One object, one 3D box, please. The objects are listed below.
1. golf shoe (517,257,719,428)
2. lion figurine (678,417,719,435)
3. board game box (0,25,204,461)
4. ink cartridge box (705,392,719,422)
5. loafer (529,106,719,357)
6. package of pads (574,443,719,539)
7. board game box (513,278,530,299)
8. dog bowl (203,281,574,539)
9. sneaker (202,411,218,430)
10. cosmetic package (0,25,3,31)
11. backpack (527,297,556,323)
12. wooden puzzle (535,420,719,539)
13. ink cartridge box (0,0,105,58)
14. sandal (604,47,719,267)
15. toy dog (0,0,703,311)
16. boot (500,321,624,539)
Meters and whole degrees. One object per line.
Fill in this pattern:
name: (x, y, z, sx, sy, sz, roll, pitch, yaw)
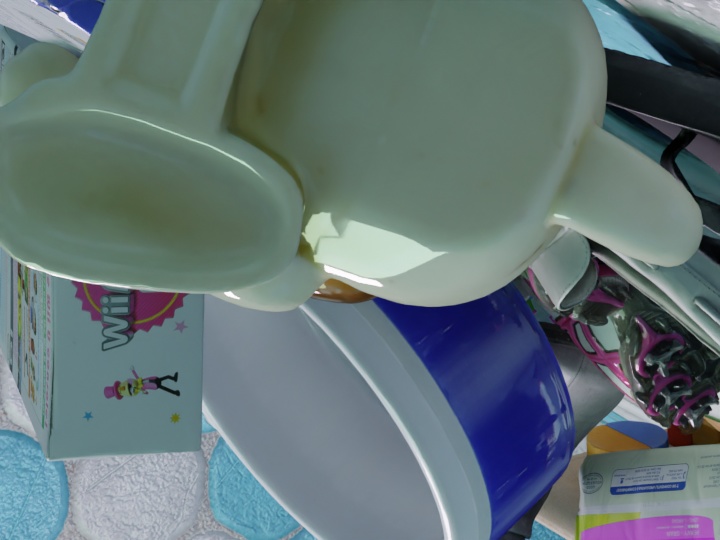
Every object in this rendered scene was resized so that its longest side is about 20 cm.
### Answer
golf shoe: (0.108, -0.003, 0.868, 0.092, 0.073, 0.200, 46, -179, 41)
lion figurine: (0.194, 0.062, 1.207, 0.122, 0.073, 0.200, 33, 166, -34)
board game box: (-0.113, -0.021, 0.856, 0.064, 0.148, 0.200, -1, -166, -14)
ink cartridge box: (0.114, -0.002, 0.994, 0.200, 0.048, 0.145, 43, 172, -22)
loafer: (0.080, -0.021, 0.719, 0.200, 0.070, 0.070, 29, 177, 19)
package of pads: (0.228, 0.134, 1.068, 0.199, 0.068, 0.154, 10, 167, -31)
board game box: (0.000, 0.000, 0.988, 0.135, 0.034, 0.200, 47, 153, 6)
dog bowl: (-0.002, 0.042, 0.906, 0.200, 0.079, 0.200, 41, 154, 24)
sneaker: (-0.032, 0.082, 1.154, 0.200, 0.078, 0.099, 44, 160, -28)
cosmetic package: (-0.164, -0.059, 1.196, 0.166, 0.200, 0.167, 28, 178, 30)
backpack: (0.034, 0.007, 1.162, 0.167, 0.127, 0.200, 7, 159, 47)
wooden puzzle: (0.222, 0.124, 1.266, 0.199, 0.046, 0.185, -18, -158, -25)
ink cartridge box: (-0.111, -0.126, 0.710, 0.136, 0.077, 0.200, 31, 179, -41)
sandal: (0.143, -0.006, 0.613, 0.200, 0.043, 0.076, 31, 177, -32)
toy dog: (-0.004, -0.055, 0.574, 0.193, 0.140, 0.200, 11, 179, -2)
boot: (0.079, 0.115, 1.040, 0.070, 0.132, 0.200, 19, 153, -1)
